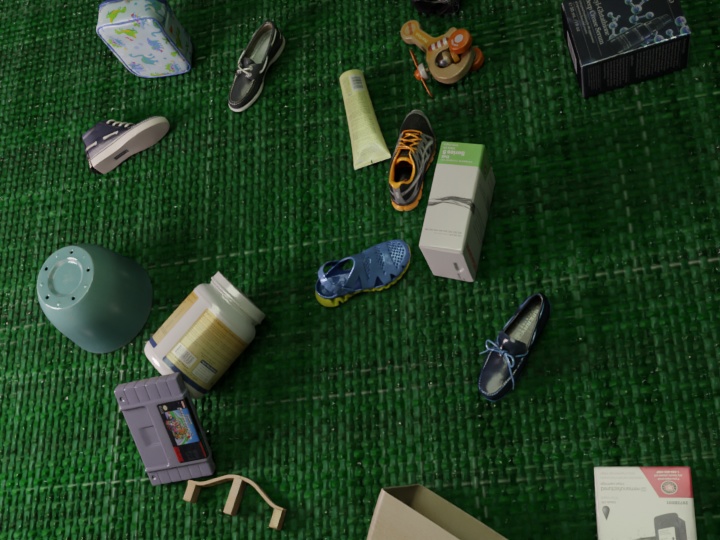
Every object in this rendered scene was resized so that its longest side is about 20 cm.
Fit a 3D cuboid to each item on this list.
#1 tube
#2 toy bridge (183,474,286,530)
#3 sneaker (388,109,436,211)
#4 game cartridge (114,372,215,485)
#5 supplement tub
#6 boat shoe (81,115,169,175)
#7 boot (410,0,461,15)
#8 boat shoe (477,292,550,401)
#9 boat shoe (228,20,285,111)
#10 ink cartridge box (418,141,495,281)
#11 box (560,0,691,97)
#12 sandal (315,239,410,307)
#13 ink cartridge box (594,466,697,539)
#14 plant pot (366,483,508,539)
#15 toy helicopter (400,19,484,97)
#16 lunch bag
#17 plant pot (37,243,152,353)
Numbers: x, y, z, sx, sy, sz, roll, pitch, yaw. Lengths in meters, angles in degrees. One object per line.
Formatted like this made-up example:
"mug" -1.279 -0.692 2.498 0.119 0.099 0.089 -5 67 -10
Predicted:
"tube" 0.002 -0.299 1.748 0.058 0.051 0.204 -38 59 47
"toy bridge" -0.221 0.398 1.557 0.196 0.027 0.068 11 71 21
"sneaker" 0.095 -0.218 1.669 0.077 0.077 0.204 1 69 19
"game cartridge" -0.344 0.284 1.566 0.127 0.038 0.203 -11 110 16
"supplement tub" -0.282 0.117 1.618 0.144 0.145 0.200 40 85 26
"boat shoe" -0.507 -0.295 1.883 0.198 0.075 0.094 -30 72 5
"boot" 0.133 -0.618 1.809 0.197 0.077 0.171 19 72 16
"boat shoe" 0.252 0.121 1.494 0.083 0.069 0.203 22 77 23
"boat shoe" -0.229 -0.433 1.859 0.074 0.060 0.203 18 76 22
"ink cartridge box" 0.174 -0.102 1.561 0.082 0.146 0.204 8 72 20
"box" 0.483 -0.431 1.614 0.196 0.107 0.151 -15 65 10
"sandal" 0.000 0.000 1.610 0.197 0.087 0.080 -27 62 3
"ink cartridge box" 0.429 0.403 1.323 0.142 0.084 0.204 -4 69 16
"plant pot" 0.106 0.461 1.351 0.198 0.199 0.180 26 90 24
"toy helicopter" 0.141 -0.433 1.752 0.133 0.079 0.200 -48 53 5
"lunch bag" -0.459 -0.497 1.876 0.157 0.200 0.084 -5 67 15
"plant pot" -0.530 0.040 1.715 0.196 0.161 0.205 -6 67 15
